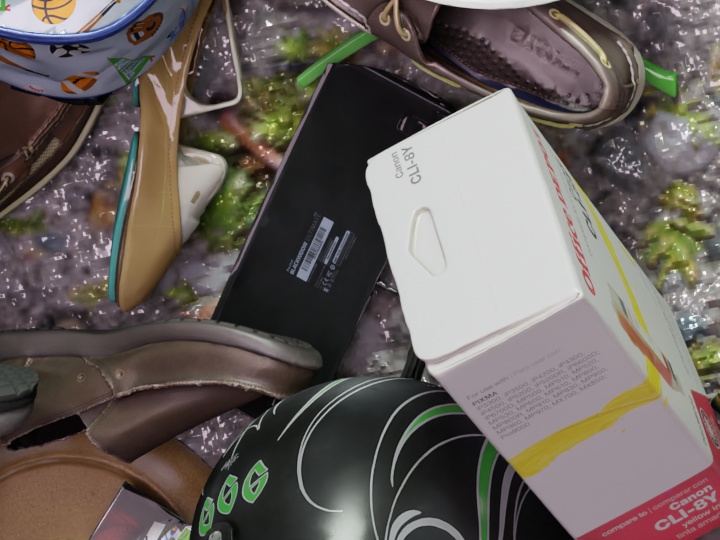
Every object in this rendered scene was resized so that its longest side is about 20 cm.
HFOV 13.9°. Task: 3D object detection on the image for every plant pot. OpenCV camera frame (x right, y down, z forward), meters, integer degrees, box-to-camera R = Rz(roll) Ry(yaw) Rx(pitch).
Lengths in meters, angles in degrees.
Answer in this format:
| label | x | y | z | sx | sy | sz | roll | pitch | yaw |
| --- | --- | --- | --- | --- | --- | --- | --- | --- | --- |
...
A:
| label | x | y | z | sx | sy | sz | roll | pitch | yaw |
| --- | --- | --- | --- | --- | --- | --- | --- | --- | --- |
| plant pot | -0.153 | 0.175 | 1.589 | 0.200 | 0.027 | 0.200 | 1 | 93 | 13 |

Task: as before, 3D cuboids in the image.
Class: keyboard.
| label | x | y | z | sx | sy | sz | roll | pitch | yaw |
| --- | --- | --- | --- | --- | --- | --- | --- | --- | --- |
| keyboard | 0.000 | 0.000 | 1.541 | 0.127 | 0.021 | 0.200 | 29 | 105 | 16 |

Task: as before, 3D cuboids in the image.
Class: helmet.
| label | x | y | z | sx | sy | sz | roll | pitch | yaw |
| --- | --- | --- | --- | --- | --- | --- | --- | --- | --- |
| helmet | 0.014 | 0.147 | 1.462 | 0.200 | 0.191 | 0.200 | 8 | 127 | 10 |

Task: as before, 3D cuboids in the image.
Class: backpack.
| label | x | y | z | sx | sy | sz | roll | pitch | yaw |
| --- | --- | --- | --- | --- | --- | --- | --- | --- | --- |
| backpack | -0.148 | -0.188 | 1.464 | 0.200 | 0.154 | 0.191 | 17 | 76 | 12 |

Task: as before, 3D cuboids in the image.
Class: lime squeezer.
| label | x | y | z | sx | sy | sz | roll | pitch | yaw |
| --- | --- | --- | --- | --- | --- | --- | --- | --- | --- |
| lime squeezer | 0.064 | -0.128 | 1.526 | 0.200 | 0.038 | 0.071 | 1 | 125 | 12 |

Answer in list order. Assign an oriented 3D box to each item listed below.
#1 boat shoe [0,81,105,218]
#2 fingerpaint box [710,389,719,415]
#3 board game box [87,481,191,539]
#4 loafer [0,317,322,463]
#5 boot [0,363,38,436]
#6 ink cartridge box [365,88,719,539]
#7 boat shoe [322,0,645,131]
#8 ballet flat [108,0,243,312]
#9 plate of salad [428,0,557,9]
| label | x | y | z | sx | sy | sz | roll | pitch | yaw |
| --- | --- | --- | --- | --- | --- | --- | --- | --- | --- |
| boat shoe | -0.205 | -0.061 | 1.563 | 0.075 | 0.075 | 0.202 | 40 | 100 | 8 |
| fingerpaint box | 0.263 | 0.105 | 1.416 | 0.200 | 0.167 | 0.073 | 43 | 90 | 6 |
| board game box | -0.133 | 0.222 | 1.547 | 0.105 | 0.023 | 0.200 | 33 | 89 | 2 |
| loafer | -0.108 | 0.066 | 1.537 | 0.200 | 0.073 | 0.071 | -4 | 80 | 32 |
| boot | -0.218 | 0.112 | 1.533 | 0.070 | 0.200 | 0.132 | 2 | 90 | -23 |
| ink cartridge box | 0.095 | 0.032 | 1.415 | 0.083 | 0.200 | 0.145 | -29 | 46 | 13 |
| boat shoe | 0.046 | -0.130 | 1.472 | 0.200 | 0.060 | 0.072 | 30 | 104 | 9 |
| ballet flat | -0.094 | -0.075 | 1.545 | 0.063 | 0.069 | 0.200 | 5 | 95 | -1 |
| plate of salad | 0.062 | -0.216 | 1.463 | 0.200 | 0.048 | 0.200 | 1 | 58 | -2 |
